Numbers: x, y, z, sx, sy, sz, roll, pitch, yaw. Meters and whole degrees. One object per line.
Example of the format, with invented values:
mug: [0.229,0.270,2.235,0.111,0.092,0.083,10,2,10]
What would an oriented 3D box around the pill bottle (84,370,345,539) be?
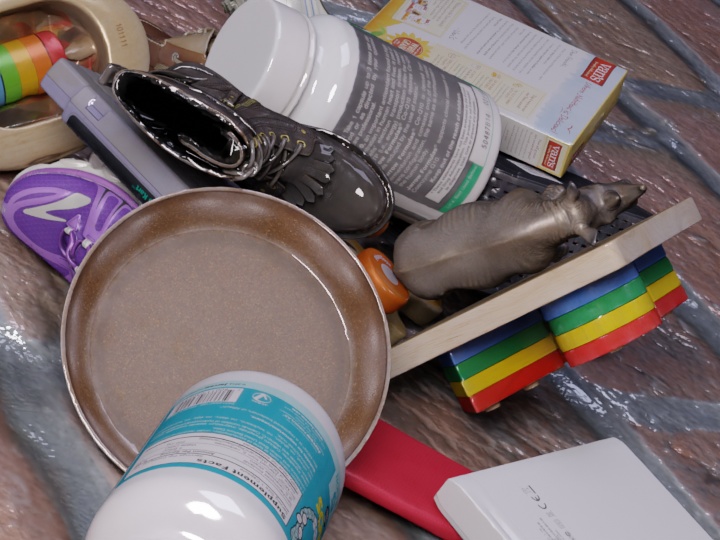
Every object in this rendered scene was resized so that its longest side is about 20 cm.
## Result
pill bottle: [-0.079,0.138,1.142,0.111,0.111,0.200,27,24,2]

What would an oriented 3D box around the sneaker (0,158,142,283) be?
sneaker: [-0.155,0.000,1.398,0.200,0.081,0.083,34,30,15]

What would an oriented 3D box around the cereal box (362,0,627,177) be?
cereal box: [0.101,-0.159,1.751,0.200,0.040,0.144,26,38,12]

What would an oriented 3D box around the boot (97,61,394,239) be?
boot: [-0.071,-0.073,1.381,0.200,0.069,0.174,29,7,-2]

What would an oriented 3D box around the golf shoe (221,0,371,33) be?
golf shoe: [-0.025,-0.147,1.677,0.097,0.200,0.078,-27,15,-11]

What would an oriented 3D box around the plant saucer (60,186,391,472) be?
plant saucer: [-0.082,0.049,1.299,0.200,0.032,0.201,5,70,-14]

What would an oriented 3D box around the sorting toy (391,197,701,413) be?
sorting toy: [0.133,0.035,1.498,0.070,0.200,0.199,64,26,1]

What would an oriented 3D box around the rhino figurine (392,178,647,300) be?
rhino figurine: [0.106,-0.025,1.440,0.087,0.200,0.060,-15,88,-53]

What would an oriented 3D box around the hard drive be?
hard drive: [0.149,0.173,1.396,0.200,0.027,0.132,-7,49,-52]

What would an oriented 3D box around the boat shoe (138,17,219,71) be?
boat shoe: [-0.114,-0.148,1.654,0.076,0.072,0.200,13,21,-49]

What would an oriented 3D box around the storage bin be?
storage bin: [0.124,-0.036,1.697,0.200,0.094,0.135,17,12,-36]

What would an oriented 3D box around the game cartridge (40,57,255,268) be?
game cartridge: [-0.118,-0.058,1.435,0.200,0.038,0.130,45,15,25]

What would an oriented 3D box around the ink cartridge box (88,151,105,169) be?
ink cartridge box: [-0.118,-0.084,1.651,0.161,0.050,0.200,24,25,-7]

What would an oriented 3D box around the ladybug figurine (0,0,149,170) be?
ladybug figurine: [-0.247,-0.138,1.530,0.200,0.136,0.072,-17,2,-27]

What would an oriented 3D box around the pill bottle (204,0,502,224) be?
pill bottle: [-0.007,-0.114,1.549,0.200,0.113,0.113,23,21,-32]

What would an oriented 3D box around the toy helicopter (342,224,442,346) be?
toy helicopter: [0.000,0.000,1.554,0.132,0.079,0.200,59,19,22]

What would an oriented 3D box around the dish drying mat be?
dish drying mat: [-0.004,0.113,1.360,0.200,0.018,0.077,30,28,-15]
